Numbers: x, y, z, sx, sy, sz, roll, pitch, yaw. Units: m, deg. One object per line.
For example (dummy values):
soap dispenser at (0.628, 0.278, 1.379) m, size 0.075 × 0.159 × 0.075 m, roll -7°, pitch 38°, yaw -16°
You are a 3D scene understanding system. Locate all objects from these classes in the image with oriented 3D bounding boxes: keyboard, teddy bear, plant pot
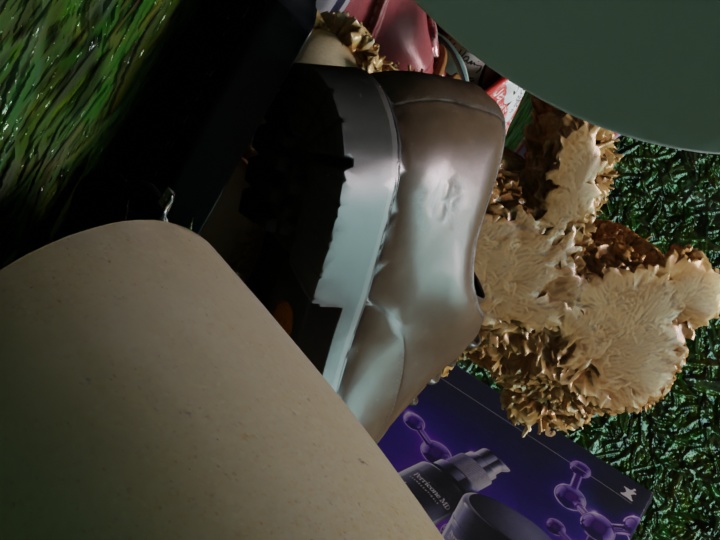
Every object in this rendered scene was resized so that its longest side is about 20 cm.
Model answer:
keyboard at (-0.075, -0.012, 0.755) m, size 0.201 × 0.039 × 0.104 m, roll -60°, pitch -163°, yaw 18°
teddy bear at (0.025, -0.017, 0.845) m, size 0.067 × 0.199 × 0.146 m, roll -125°, pitch -132°, yaw -59°
plant pot at (-0.033, 0.122, 0.655) m, size 0.187 × 0.200 × 0.188 m, roll -40°, pitch 155°, yaw -23°

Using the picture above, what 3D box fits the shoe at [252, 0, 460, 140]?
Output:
shoe at (0.015, -0.061, 0.889) m, size 0.072 × 0.091 × 0.200 m, roll -54°, pitch 174°, yaw -32°

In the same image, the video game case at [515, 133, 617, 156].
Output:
video game case at (0.142, -0.110, 0.949) m, size 0.200 × 0.017 × 0.143 m, roll -40°, pitch -173°, yaw 35°

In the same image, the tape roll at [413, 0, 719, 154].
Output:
tape roll at (0.097, -0.145, 0.574) m, size 0.203 × 0.202 × 0.139 m, roll -61°, pitch 173°, yaw 36°

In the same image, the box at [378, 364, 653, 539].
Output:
box at (-0.010, 0.088, 0.932) m, size 0.079 × 0.199 × 0.141 m, roll -61°, pitch 174°, yaw 34°

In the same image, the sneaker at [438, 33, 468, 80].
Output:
sneaker at (0.000, 0.000, 1.021) m, size 0.090 × 0.074 × 0.202 m, roll -55°, pitch 153°, yaw -84°

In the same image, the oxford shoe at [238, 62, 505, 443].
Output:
oxford shoe at (0.000, 0.028, 0.780) m, size 0.084 × 0.073 × 0.201 m, roll -4°, pitch 133°, yaw -30°

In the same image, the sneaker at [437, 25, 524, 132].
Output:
sneaker at (0.034, -0.068, 1.167) m, size 0.202 × 0.067 × 0.108 m, roll -63°, pitch 173°, yaw 15°
